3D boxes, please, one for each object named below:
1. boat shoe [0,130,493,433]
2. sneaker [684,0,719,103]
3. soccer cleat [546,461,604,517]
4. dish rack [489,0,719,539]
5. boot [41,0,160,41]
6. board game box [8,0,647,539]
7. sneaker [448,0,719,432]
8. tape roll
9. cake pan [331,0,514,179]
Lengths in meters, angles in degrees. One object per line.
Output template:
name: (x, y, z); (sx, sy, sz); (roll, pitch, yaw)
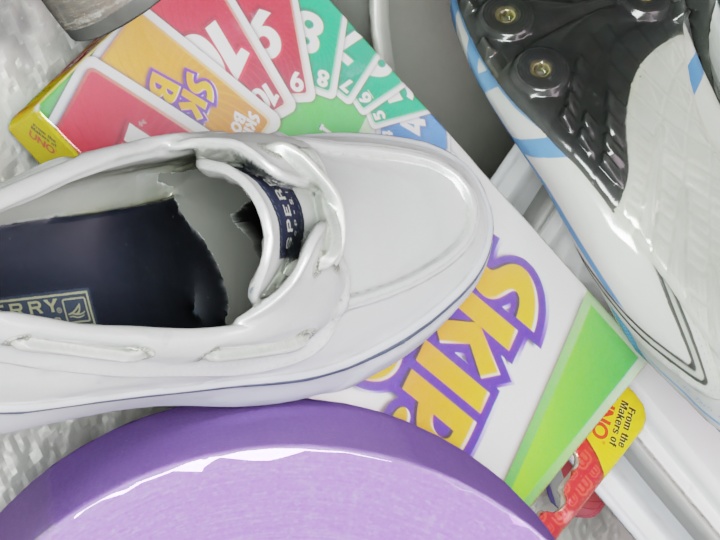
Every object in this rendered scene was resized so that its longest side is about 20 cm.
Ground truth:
boat shoe: (-0.034, -0.002, 0.715); (0.200, 0.065, 0.074); (-18, 78, -38)
sneaker: (0.151, -0.061, 0.853); (0.075, 0.076, 0.200); (-8, 91, -36)
soccer cleat: (0.132, 0.027, 0.982); (0.200, 0.068, 0.073); (-18, 113, -41)
dish rack: (0.131, 0.010, 0.908); (0.200, 0.044, 0.172); (49, 61, -25)
boot: (-0.084, -0.174, 0.708); (0.174, 0.069, 0.200); (49, 42, -24)
board game box: (0.000, 0.000, 0.797); (0.200, 0.030, 0.096); (49, 61, -12)
sneaker: (0.085, -0.023, 0.817); (0.072, 0.072, 0.200); (-26, 73, -23)
tape roll: (-0.023, 0.137, 0.746); (0.200, 0.066, 0.200); (-1, 101, -7)
cake pan: (0.059, -0.097, 0.901); (0.200, 0.037, 0.200); (-10, 104, -46)
